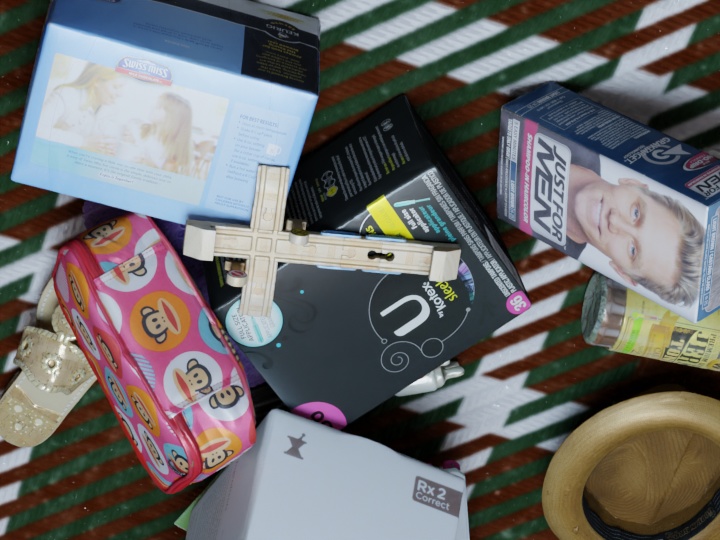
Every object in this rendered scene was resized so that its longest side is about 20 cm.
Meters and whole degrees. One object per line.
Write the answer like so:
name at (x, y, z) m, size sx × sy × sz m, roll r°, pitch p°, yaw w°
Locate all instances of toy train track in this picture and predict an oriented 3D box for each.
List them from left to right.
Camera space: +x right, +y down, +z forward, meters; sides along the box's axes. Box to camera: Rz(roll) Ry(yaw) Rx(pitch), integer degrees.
toy train track at (-0.026, -0.011, 1.434) m, size 0.198 × 0.033 × 0.116 m, roll 5°, pitch 113°, yaw -9°

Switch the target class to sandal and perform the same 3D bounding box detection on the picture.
sandal at (-0.244, 0.082, 1.614) m, size 0.077 × 0.070 × 0.212 m, roll 28°, pitch 126°, yaw -8°

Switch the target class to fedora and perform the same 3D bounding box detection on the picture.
fedora at (0.243, 0.160, 1.684) m, size 0.198 × 0.082 × 0.202 m, roll 0°, pitch 128°, yaw 1°

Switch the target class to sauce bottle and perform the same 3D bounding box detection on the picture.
sauce bottle at (0.279, 0.047, 1.622) m, size 0.198 × 0.065 × 0.065 m, roll 10°, pitch 122°, yaw -7°

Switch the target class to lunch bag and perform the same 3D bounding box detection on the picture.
lunch bag at (-0.156, 0.063, 1.510) m, size 0.081 × 0.176 × 0.201 m, roll -27°, pitch 85°, yaw -18°

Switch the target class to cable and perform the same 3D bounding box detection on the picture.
cable at (-0.016, 0.096, 1.640) m, size 0.198 × 0.097 × 0.051 m, roll -20°, pitch 77°, yaw 7°

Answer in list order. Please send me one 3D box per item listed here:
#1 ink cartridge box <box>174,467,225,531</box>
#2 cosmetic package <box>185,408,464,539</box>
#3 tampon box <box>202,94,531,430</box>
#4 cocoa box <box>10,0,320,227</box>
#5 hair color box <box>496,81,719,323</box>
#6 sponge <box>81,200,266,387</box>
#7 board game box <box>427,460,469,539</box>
ink cartridge box at (-0.050, 0.216, 1.726) m, size 0.199 × 0.060 × 0.104 m, roll 34°, pitch 115°, yaw -20°
cosmetic package at (-0.041, 0.239, 1.541) m, size 0.163 × 0.166 × 0.200 m, roll 20°, pitch 146°, yaw -12°
tampon box at (0.000, 0.000, 1.534) m, size 0.199 × 0.127 × 0.150 m, roll -34°, pitch 119°, yaw 9°
cocoa box at (-0.139, -0.125, 1.464) m, size 0.198 × 0.132 × 0.134 m, roll 14°, pitch 120°, yaw -10°
hair color box at (0.191, -0.053, 1.486) m, size 0.060 × 0.199 × 0.101 m, roll -28°, pitch 132°, yaw -35°
sponge at (-0.129, 0.012, 1.613) m, size 0.111 × 0.030 × 0.201 m, roll -20°, pitch 120°, yaw 10°
board game box at (-0.006, 0.251, 1.698) m, size 0.198 × 0.026 × 0.202 m, roll -5°, pitch 120°, yaw 2°
